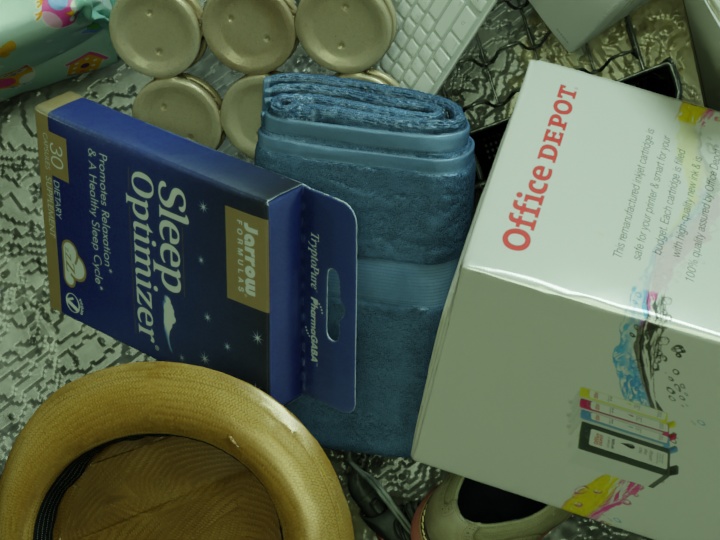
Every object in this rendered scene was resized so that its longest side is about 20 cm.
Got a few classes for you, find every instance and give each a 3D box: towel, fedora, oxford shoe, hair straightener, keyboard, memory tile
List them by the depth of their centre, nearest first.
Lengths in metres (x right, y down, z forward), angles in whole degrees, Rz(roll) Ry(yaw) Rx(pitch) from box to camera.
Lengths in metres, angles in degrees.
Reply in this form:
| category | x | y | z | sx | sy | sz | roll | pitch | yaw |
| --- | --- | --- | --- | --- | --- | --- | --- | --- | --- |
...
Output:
| category | x | y | z | sx | sy | sz | roll | pitch | yaw |
| --- | --- | --- | --- | --- | --- | --- | --- | --- | --- |
| keyboard | 0.031 | -0.120 | 0.927 | 0.056 | 0.011 | 0.200 | 59 | 136 | 28 |
| oxford shoe | 0.114 | 0.084 | 0.937 | 0.200 | 0.075 | 0.070 | -41 | 79 | -23 |
| fedora | -0.088 | 0.134 | 0.940 | 0.200 | 0.082 | 0.202 | 2 | 97 | 19 |
| towel | 0.000 | 0.000 | 0.943 | 0.111 | 0.049 | 0.201 | 10 | 120 | 11 |
| memory tile | -0.042 | -0.058 | 0.960 | 0.153 | 0.017 | 0.201 | -1 | 118 | 17 |
| hair straightener | 0.058 | 0.165 | 0.972 | 0.041 | 0.077 | 0.200 | -33 | 82 | -19 |

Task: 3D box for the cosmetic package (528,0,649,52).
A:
| category | x | y | z | sx | sy | sz | roll | pitch | yaw |
| --- | --- | --- | --- | --- | --- | --- | --- | --- | --- |
| cosmetic package | 0.171 | -0.204 | 0.915 | 0.200 | 0.108 | 0.085 | -35 | 85 | -19 |

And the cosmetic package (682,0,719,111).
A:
| category | x | y | z | sx | sy | sz | roll | pitch | yaw |
| --- | --- | --- | --- | --- | --- | --- | --- | --- | --- |
| cosmetic package | 0.218 | -0.106 | 0.889 | 0.103 | 0.200 | 0.073 | -25 | 61 | 4 |

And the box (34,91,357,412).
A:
| category | x | y | z | sx | sy | sz | roll | pitch | yaw |
| --- | --- | --- | --- | --- | --- | --- | --- | --- | --- |
| box | -0.086 | -0.006 | 0.938 | 0.199 | 0.032 | 0.122 | 22 | 125 | 33 |

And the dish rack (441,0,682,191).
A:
| category | x | y | z | sx | sy | sz | roll | pitch | yaw |
| --- | --- | --- | --- | --- | --- | --- | --- | --- | --- |
| dish rack | 0.069 | -0.149 | 0.982 | 0.153 | 0.055 | 0.201 | -19 | 87 | 4 |

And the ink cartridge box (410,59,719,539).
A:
| category | x | y | z | sx | sy | sz | roll | pitch | yaw |
| --- | --- | --- | --- | --- | --- | --- | --- | --- | --- |
| ink cartridge box | 0.143 | 0.024 | 0.849 | 0.199 | 0.145 | 0.148 | 18 | 47 | 6 |

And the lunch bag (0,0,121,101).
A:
| category | x | y | z | sx | sy | sz | roll | pitch | yaw |
| --- | --- | --- | --- | --- | --- | --- | --- | --- | --- |
| lunch bag | -0.228 | -0.190 | 0.981 | 0.170 | 0.122 | 0.201 | -18 | 81 | 7 |
